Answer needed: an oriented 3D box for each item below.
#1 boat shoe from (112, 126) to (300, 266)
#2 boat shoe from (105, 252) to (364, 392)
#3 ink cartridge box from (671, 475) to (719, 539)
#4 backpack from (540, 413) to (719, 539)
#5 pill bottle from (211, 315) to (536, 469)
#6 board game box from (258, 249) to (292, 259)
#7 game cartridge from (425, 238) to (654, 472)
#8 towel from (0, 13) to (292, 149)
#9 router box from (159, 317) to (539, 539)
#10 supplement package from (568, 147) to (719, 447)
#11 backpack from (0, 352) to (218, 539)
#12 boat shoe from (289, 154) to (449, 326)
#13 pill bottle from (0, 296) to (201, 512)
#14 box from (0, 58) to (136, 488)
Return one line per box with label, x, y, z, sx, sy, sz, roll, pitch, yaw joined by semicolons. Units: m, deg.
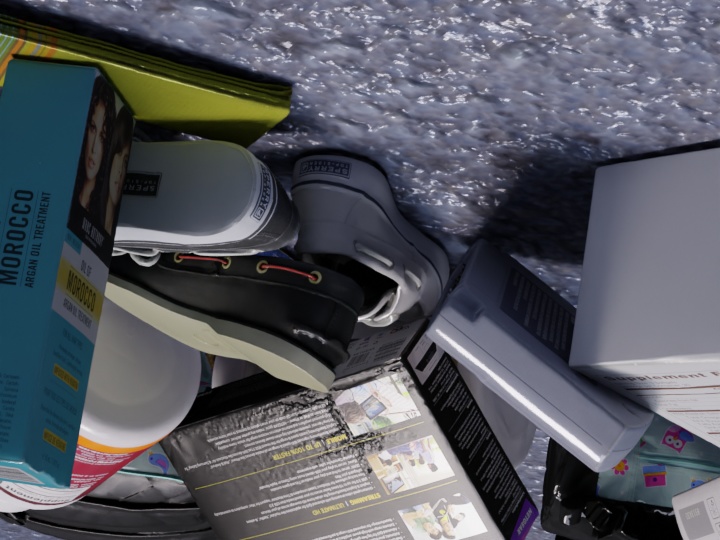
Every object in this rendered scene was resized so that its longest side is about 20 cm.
boat shoe;-0.124;-0.042;1.158;0.198;0.074;0.068;2;162;27
boat shoe;-0.080;0.012;1.195;0.200;0.063;0.074;15;163;41
ink cartridge box;0.310;0.118;1.319;0.199;0.050;0.161;-16;169;-14
backpack;0.228;0.141;1.452;0.198;0.128;0.167;7;172;3
pill bottle;0.008;0.076;1.384;0.199;0.112;0.111;-1;159;27
board game box;-0.130;-0.011;1.312;0.134;0.035;0.200;-3;157;29
game cartridge;0.102;0.047;1.172;0.133;0.041;0.200;35;-168;1
towel;-0.139;-0.102;1.092;0.199;0.018;0.086;14;166;-18
router box;-0.011;0.127;1.319;0.199;0.051;0.150;-19;110;33
supplement package;0.220;0.025;1.137;0.117;0.118;0.199;-6;156;42
backpack;-0.184;0.121;1.532;0.198;0.155;0.176;-1;159;-2
boat shoe;0.000;0.000;1.240;0.073;0.066;0.200;0;159;22
pill bottle;-0.189;0.084;1.343;0.112;0.114;0.200;18;151;-24
box;-0.161;0.003;1.068;0.049;0.202;0.082;6;166;10
